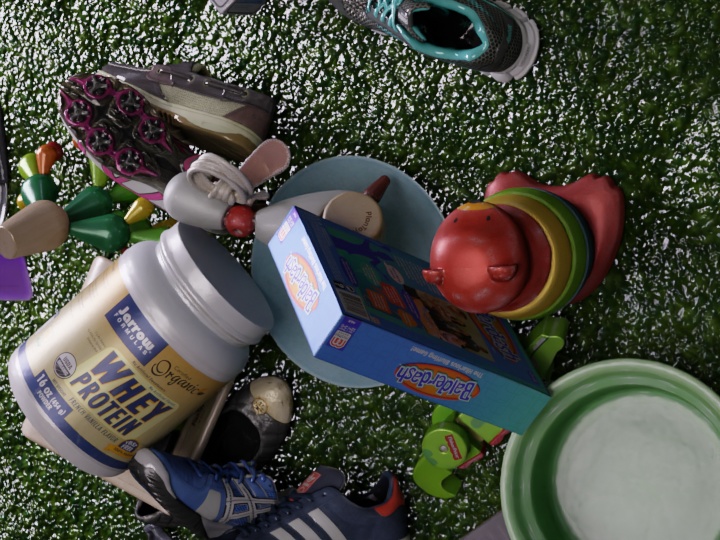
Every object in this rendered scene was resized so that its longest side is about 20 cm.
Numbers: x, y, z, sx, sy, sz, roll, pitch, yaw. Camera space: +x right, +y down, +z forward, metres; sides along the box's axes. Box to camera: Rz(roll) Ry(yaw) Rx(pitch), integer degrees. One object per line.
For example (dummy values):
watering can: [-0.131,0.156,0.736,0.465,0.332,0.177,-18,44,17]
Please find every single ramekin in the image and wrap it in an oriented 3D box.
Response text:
ramekin: [0.217,0.170,1.347,0.199,0.098,0.201,-1,86,18]

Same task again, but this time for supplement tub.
supplement tub: [-0.187,0.066,1.477,0.200,0.144,0.145,-41,77,11]

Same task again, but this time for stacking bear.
stacking bear: [0.118,-0.015,1.336,0.121,0.200,0.114,4,98,26]

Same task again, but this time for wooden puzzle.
wooden puzzle: [-0.211,0.102,1.575,0.200,0.037,0.186,24,91,28]

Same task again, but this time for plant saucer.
plant saucer: [0.000,0.000,1.488,0.200,0.039,0.202,3,97,25]

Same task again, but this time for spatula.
spatula: [-0.351,-0.069,1.665,0.056,0.021,0.201,-1,94,21]

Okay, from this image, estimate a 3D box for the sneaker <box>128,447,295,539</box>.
sneaker: [-0.125,0.193,1.501,0.077,0.200,0.076,-53,45,-1]

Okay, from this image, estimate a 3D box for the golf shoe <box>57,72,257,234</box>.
golf shoe: [-0.187,-0.095,1.509,0.200,0.092,0.073,38,74,-10]

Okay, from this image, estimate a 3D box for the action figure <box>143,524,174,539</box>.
action figure: [-0.184,0.349,1.588,0.200,0.104,0.194,51,124,15]

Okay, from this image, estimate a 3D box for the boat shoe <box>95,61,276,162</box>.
boat shoe: [-0.154,-0.153,1.536,0.200,0.072,0.066,24,74,36]

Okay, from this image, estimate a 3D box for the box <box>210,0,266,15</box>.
box: [-0.076,-0.329,1.476,0.200,0.060,0.117,-45,76,24]

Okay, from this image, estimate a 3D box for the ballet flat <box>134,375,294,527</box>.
ballet flat: [-0.129,0.171,1.561,0.066,0.057,0.200,49,114,15]

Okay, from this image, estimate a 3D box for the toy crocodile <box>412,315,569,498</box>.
toy crocodile: [0.109,0.115,1.432,0.062,0.068,0.200,39,114,-5]

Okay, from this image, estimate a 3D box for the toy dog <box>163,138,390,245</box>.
toy dog: [-0.054,-0.060,1.430,0.200,0.097,0.132,27,151,-8]

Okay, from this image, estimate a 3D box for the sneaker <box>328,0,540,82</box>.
sneaker: [0.048,-0.216,1.409,0.200,0.091,0.078,23,105,23]

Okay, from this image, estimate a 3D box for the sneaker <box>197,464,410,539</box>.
sneaker: [-0.053,0.211,1.471,0.075,0.199,0.085,-169,77,-65]

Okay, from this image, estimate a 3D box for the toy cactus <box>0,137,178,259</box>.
toy cactus: [-0.262,-0.047,1.552,0.200,0.165,0.102,38,131,23]

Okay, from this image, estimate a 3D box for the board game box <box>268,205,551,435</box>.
board game box: [0.037,0.038,1.322,0.045,0.200,0.152,-56,31,21]

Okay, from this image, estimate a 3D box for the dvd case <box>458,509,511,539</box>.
dvd case: [0.149,0.267,1.415,0.200,0.016,0.149,-35,79,1]
